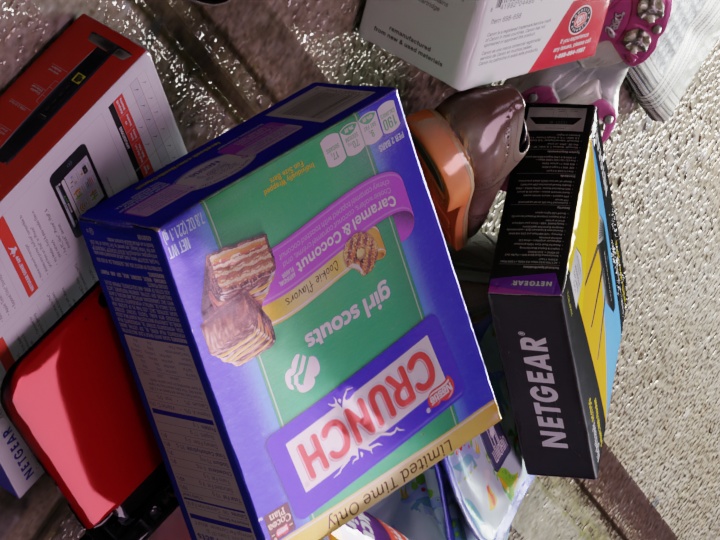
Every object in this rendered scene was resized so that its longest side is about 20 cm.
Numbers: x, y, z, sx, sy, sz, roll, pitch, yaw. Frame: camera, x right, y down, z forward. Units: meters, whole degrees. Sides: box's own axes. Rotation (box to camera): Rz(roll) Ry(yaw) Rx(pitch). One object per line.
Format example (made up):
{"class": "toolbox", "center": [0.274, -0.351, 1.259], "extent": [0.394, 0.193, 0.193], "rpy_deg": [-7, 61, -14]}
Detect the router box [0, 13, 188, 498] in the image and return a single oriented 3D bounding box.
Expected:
{"class": "router box", "center": [-0.161, -0.005, 1.527], "extent": [0.180, 0.049, 0.200], "rpy_deg": [-48, 149, -21]}

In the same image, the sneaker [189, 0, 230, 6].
{"class": "sneaker", "center": [-0.066, -0.181, 1.453], "extent": [0.200, 0.106, 0.075], "rpy_deg": [-28, 139, -44]}

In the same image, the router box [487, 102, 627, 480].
{"class": "router box", "center": [0.126, 0.015, 1.834], "extent": [0.200, 0.051, 0.149], "rpy_deg": [74, 24, -52]}

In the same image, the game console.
{"class": "game console", "center": [-0.112, 0.055, 1.593], "extent": [0.200, 0.119, 0.172], "rpy_deg": [-45, -175, -24]}

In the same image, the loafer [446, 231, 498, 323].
{"class": "loafer", "center": [0.031, 0.015, 1.829], "extent": [0.200, 0.072, 0.063], "rpy_deg": [-9, 123, -53]}

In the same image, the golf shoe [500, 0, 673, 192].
{"class": "golf shoe", "center": [0.134, -0.135, 1.851], "extent": [0.200, 0.075, 0.092], "rpy_deg": [-55, -158, 35]}

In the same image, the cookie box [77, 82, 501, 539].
{"class": "cookie box", "center": [-0.033, 0.027, 1.533], "extent": [0.171, 0.075, 0.200], "rpy_deg": [-32, 115, -31]}

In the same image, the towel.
{"class": "towel", "center": [0.235, -0.214, 1.978], "extent": [0.200, 0.035, 0.193], "rpy_deg": [-56, 151, -9]}

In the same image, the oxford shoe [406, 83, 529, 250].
{"class": "oxford shoe", "center": [0.069, -0.064, 1.758], "extent": [0.073, 0.071, 0.200], "rpy_deg": [-32, 173, -5]}

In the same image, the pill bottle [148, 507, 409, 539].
{"class": "pill bottle", "center": [-0.028, 0.187, 1.718], "extent": [0.200, 0.111, 0.111], "rpy_deg": [35, 86, -43]}

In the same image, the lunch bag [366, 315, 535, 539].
{"class": "lunch bag", "center": [0.042, 0.135, 1.873], "extent": [0.170, 0.127, 0.200], "rpy_deg": [-53, 155, -62]}

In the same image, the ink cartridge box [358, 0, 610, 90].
{"class": "ink cartridge box", "center": [0.093, -0.219, 1.694], "extent": [0.144, 0.084, 0.200], "rpy_deg": [-18, 131, -50]}
